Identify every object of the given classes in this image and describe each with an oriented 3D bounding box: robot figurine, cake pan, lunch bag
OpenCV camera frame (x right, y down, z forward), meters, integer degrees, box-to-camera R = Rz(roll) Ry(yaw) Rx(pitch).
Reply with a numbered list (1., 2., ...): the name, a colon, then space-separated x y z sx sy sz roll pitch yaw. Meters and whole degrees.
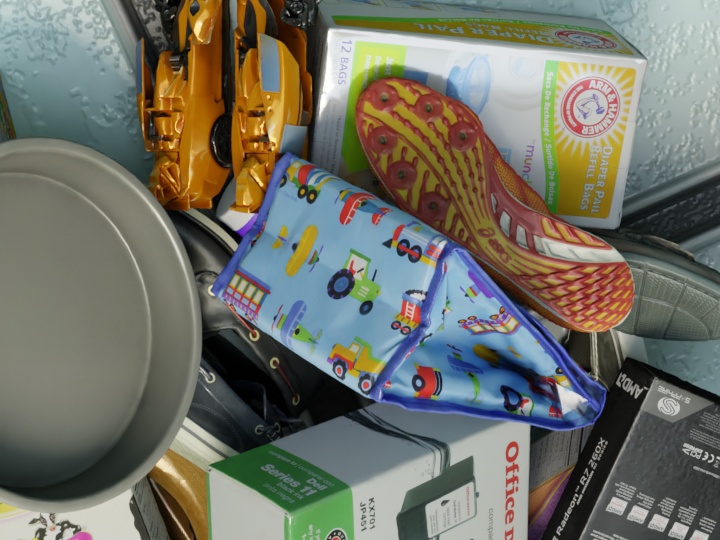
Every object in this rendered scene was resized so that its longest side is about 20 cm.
1. robot figurine: -0.079 -0.135 0.986 0.058 0.144 0.203 -8 99 -52
2. cake pan: -0.174 0.030 0.922 0.199 0.036 0.203 8 78 -44
3. lunch bag: 0.041 0.032 0.965 0.199 0.150 0.095 28 92 -47

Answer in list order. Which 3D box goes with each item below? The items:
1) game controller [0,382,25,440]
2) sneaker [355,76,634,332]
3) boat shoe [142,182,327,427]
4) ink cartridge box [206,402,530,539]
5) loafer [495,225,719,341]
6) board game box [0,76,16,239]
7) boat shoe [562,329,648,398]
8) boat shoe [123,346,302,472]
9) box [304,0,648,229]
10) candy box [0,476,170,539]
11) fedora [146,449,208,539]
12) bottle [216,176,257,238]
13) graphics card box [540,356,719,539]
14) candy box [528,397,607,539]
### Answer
1. game controller: -0.249 0.051 1.006 0.042 0.199 0.105 -40 109 -18
2. sneaker: 0.070 -0.031 0.982 0.200 0.077 0.073 44 83 -5
3. boat shoe: -0.098 0.020 1.075 0.201 0.073 0.063 45 60 -22
4. ink cartridge box: 0.009 0.166 1.027 0.199 0.083 0.148 -18 116 -39
5. loafer: 0.145 -0.009 1.062 0.197 0.063 0.072 12 142 2
6. board game box: -0.213 -0.008 1.021 0.034 0.135 0.202 -12 113 -4
7. boat shoe: 0.159 0.083 1.146 0.063 0.071 0.202 -13 114 -4
8. boat shoe: -0.073 0.102 1.054 0.200 0.074 0.063 39 70 -29
9. box: 0.064 -0.100 1.044 0.197 0.102 0.114 5 111 -10
10. candy box: -0.181 0.203 1.056 0.135 0.061 0.202 -18 109 2
11. fedora: -0.174 0.165 1.121 0.198 0.082 0.203 -1 109 -4
12. bottle: 0.000 0.000 1.092 0.199 0.065 0.084 35 96 -19
13. graphics card box: 0.181 0.169 1.050 0.124 0.051 0.202 21 98 -18
14. candy box: 0.134 0.180 1.147 0.117 0.057 0.199 42 125 -18
